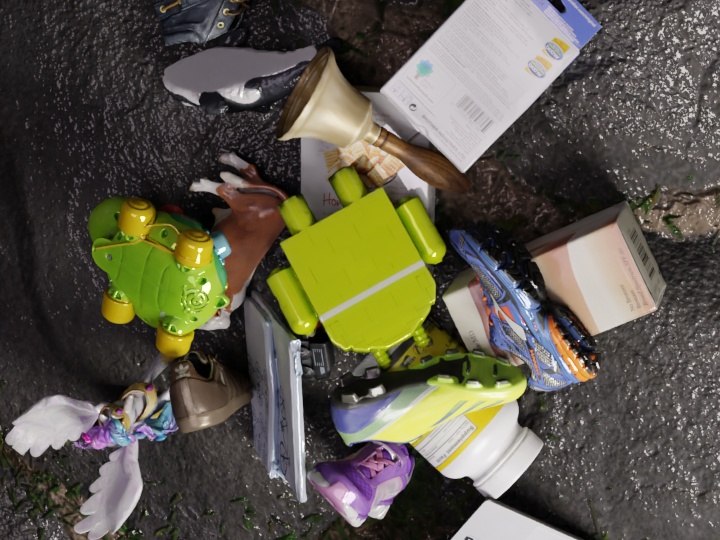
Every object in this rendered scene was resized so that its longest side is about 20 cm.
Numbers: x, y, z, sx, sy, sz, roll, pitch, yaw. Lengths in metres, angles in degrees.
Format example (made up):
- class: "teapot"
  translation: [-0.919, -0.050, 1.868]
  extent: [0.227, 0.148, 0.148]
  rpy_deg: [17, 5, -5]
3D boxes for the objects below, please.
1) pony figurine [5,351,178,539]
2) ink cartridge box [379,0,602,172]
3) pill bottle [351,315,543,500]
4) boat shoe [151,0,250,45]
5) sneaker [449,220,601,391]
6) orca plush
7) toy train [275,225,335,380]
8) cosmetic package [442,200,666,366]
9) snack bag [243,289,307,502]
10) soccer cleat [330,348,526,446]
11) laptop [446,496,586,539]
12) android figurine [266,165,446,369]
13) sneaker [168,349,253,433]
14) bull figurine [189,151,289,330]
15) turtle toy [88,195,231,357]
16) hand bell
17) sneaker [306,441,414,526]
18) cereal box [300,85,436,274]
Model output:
- class: "pony figurine"
  translation: [-0.272, 0.172, 1.692]
  extent: [0.167, 0.200, 0.193]
  rpy_deg: [44, 115, 1]
- class: "ink cartridge box"
  translation: [0.130, -0.209, 1.510]
  extent: [0.119, 0.042, 0.200]
  rpy_deg: [45, 101, 1]
- class: "pill bottle"
  translation: [0.093, 0.144, 1.606]
  extent: [0.200, 0.112, 0.113]
  rpy_deg: [43, 114, 2]
- class: "boat shoe"
  translation: [-0.130, -0.295, 1.580]
  extent: [0.199, 0.071, 0.092]
  rpy_deg: [-9, 104, 28]
- class: "sneaker"
  translation: [0.147, 0.039, 1.483]
  extent: [0.078, 0.075, 0.201]
  rpy_deg: [-36, 90, 27]
- class: "orca plush"
  translation: [-0.108, -0.203, 1.615]
  extent: [0.198, 0.071, 0.106]
  rpy_deg: [-19, 55, 13]
- class: "toy train"
  translation: [-0.056, 0.037, 1.638]
  extent: [0.045, 0.034, 0.201]
  rpy_deg: [2, 126, 15]
- class: "cosmetic package"
  translation: [0.197, 0.020, 1.546]
  extent: [0.199, 0.087, 0.104]
  rpy_deg: [-25, 98, 24]
- class: "snack bag"
  translation: [-0.093, 0.137, 1.638]
  extent: [0.021, 0.200, 0.191]
  rpy_deg: [-6, 107, -16]
- class: "soccer cleat"
  translation: [0.069, 0.133, 1.530]
  extent: [0.198, 0.065, 0.084]
  rpy_deg: [-9, 122, 2]
- class: "laptop"
  translation: [0.157, 0.373, 1.609]
  extent: [0.186, 0.116, 0.200]
  rpy_deg: [26, 118, -24]
- class: "android figurine"
  translation: [0.000, 0.000, 1.550]
  extent: [0.181, 0.041, 0.201]
  rpy_deg: [-30, 83, -3]
- class: "sneaker"
  translation: [-0.162, 0.117, 1.645]
  extent: [0.070, 0.200, 0.076]
  rpy_deg: [-13, 96, 4]
- class: "bull figurine"
  translation: [-0.151, -0.029, 1.664]
  extent: [0.121, 0.065, 0.200]
  rpy_deg: [41, 115, 6]
- class: "turtle toy"
  translation: [-0.214, -0.013, 1.608]
  extent: [0.199, 0.101, 0.147]
  rpy_deg: [29, 120, 21]
- class: "hand bell"
  translation: [0.025, -0.129, 1.525]
  extent: [0.199, 0.104, 0.104]
  rpy_deg: [29, 115, -16]
- class: "sneaker"
  translation: [0.009, 0.215, 1.625]
  extent: [0.088, 0.200, 0.081]
  rpy_deg: [-44, 76, 7]
- class: "cereal box"
  translation: [0.008, -0.093, 1.604]
  extent: [0.142, 0.040, 0.202]
  rpy_deg: [5, 108, 17]
